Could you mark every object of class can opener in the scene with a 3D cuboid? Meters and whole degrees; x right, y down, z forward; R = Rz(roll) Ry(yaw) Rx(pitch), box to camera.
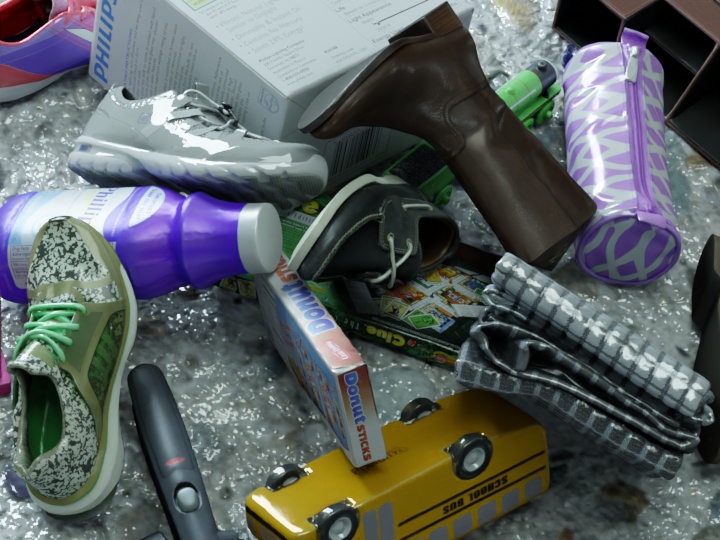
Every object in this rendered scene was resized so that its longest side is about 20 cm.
[{"bbox_3d":[-0.118,0.140,1.449,0.078,0.063,0.200,-6,52,-15],"label":"can opener"}]

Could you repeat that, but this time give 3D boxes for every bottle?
[{"bbox_3d":[-0.153,-0.019,1.529,0.199,0.065,0.084,-2,35,21],"label":"bottle"}]

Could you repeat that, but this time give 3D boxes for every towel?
[{"bbox_3d":[0.145,0.069,1.475,0.165,0.200,0.086,32,92,5],"label":"towel"}]

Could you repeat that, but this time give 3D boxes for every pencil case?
[{"bbox_3d":[0.196,-0.085,1.685,0.084,0.086,0.200,17,48,-21],"label":"pencil case"}]

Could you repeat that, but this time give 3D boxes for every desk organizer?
[{"bbox_3d":[0.249,-0.173,1.781,0.077,0.072,0.200,-32,62,-29],"label":"desk organizer"}]

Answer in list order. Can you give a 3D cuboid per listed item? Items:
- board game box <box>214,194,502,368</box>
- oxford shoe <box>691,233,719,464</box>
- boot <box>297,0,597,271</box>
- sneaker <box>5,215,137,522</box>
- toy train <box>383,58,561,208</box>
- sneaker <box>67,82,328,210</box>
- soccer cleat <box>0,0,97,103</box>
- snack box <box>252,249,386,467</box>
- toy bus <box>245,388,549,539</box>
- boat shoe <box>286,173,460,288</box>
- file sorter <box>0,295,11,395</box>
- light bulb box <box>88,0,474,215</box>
[{"bbox_3d":[0.000,0.000,1.617,0.200,0.023,0.105,19,50,6],"label":"board game box"},{"bbox_3d":[0.272,0.056,1.593,0.071,0.071,0.200,16,48,-4],"label":"oxford shoe"},{"bbox_3d":[0.067,-0.068,1.548,0.186,0.064,0.200,-40,99,-41],"label":"boot"},{"bbox_3d":[-0.192,0.055,1.444,0.077,0.089,0.201,-9,72,16],"label":"sneaker"},{"bbox_3d":[0.084,-0.099,1.696,0.042,0.056,0.200,36,53,19],"label":"toy train"},{"bbox_3d":[-0.110,-0.092,1.550,0.200,0.075,0.082,9,76,27],"label":"sneaker"},{"bbox_3d":[-0.212,-0.191,1.705,0.200,0.073,0.068,-26,59,-28],"label":"soccer cleat"},{"bbox_3d":[-0.031,0.051,1.481,0.024,0.072,0.200,-17,28,-12],"label":"snack box"},{"bbox_3d":[0.025,0.143,1.457,0.200,0.078,0.065,-25,36,-28],"label":"toy bus"},{"bbox_3d":[0.012,-0.021,1.532,0.068,0.072,0.200,39,19,13],"label":"boat shoe"},{"bbox_3d":[-0.322,-0.020,1.505,0.139,0.126,0.200,-10,53,-18],"label":"file sorter"},{"bbox_3d":[-0.061,-0.169,1.667,0.198,0.125,0.200,-28,57,-37],"label":"light bulb box"}]
